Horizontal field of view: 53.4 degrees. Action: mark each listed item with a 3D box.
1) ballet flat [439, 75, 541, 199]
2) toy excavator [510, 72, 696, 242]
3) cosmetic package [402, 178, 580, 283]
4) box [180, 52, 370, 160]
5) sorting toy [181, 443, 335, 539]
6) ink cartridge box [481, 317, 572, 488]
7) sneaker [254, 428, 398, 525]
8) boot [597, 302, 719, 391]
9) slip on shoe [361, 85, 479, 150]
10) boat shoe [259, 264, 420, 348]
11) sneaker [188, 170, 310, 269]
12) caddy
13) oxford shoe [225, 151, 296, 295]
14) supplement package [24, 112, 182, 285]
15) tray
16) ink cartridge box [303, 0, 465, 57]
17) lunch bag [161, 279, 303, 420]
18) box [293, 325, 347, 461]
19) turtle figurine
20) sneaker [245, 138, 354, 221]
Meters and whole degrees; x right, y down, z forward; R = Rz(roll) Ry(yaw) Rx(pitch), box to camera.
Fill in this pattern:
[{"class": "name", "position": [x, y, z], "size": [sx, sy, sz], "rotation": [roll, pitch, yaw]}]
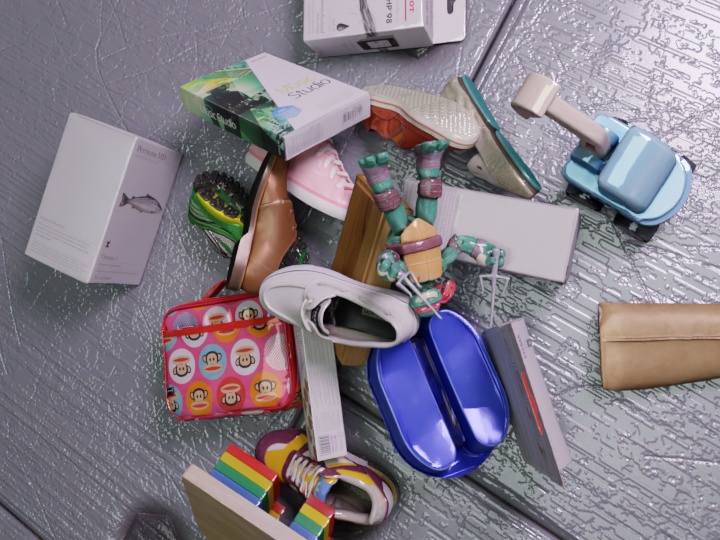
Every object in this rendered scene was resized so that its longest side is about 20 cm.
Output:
[{"class": "ballet flat", "position": [0.145, -0.145, 0.843], "size": [0.062, 0.067, 0.202], "rotation": [-39, 53, 23]}, {"class": "toy excavator", "position": [0.256, -0.126, 0.747], "size": [0.193, 0.200, 0.101], "rotation": [35, 97, 16]}, {"class": "cosmetic package", "position": [0.149, -0.046, 0.826], "size": [0.197, 0.107, 0.092], "rotation": [10, 94, 17]}, {"class": "box", "position": [-0.106, -0.208, 0.879], "size": [0.199, 0.144, 0.037], "rotation": [28, 137, 34]}, {"class": "sorting toy", "position": [-0.105, 0.308, 0.860], "size": [0.198, 0.200, 0.070], "rotation": [27, 55, 15]}, {"class": "ink cartridge box", "position": [0.185, 0.131, 0.756], "size": [0.049, 0.200, 0.163], "rotation": [-17, 82, -2]}, {"class": "sneaker", "position": [-0.052, 0.252, 0.883], "size": [0.197, 0.090, 0.076], "rotation": [15, 92, 18]}, {"class": "boot", "position": [0.360, 0.042, 0.776], "size": [0.197, 0.066, 0.179], "rotation": [-3, 86, 19]}, {"class": "slip on shoe", "position": [0.067, -0.173, 0.849], "size": [0.199, 0.073, 0.062], "rotation": [33, 131, 47]}, {"class": "boat shoe", "position": [-0.034, 0.046, 0.788], "size": [0.197, 0.066, 0.073], "rotation": [16, 110, 21]}, {"class": "sneaker", "position": [-0.147, -0.041, 0.949], "size": [0.200, 0.078, 0.085], "rotation": [43, 136, 8]}, {"class": "caddy", "position": [0.089, 0.142, 0.840], "size": [0.139, 0.105, 0.203], "rotation": [-21, 79, -8]}, {"class": "oxford shoe", "position": [-0.106, -0.068, 0.872], "size": [0.070, 0.071, 0.203], "rotation": [15, 88, -15]}, {"class": "supplement package", "position": [-0.350, -0.094, 0.984], "size": [0.116, 0.117, 0.203], "rotation": [21, 94, 18]}, {"class": "tray", "position": [0.000, 0.000, 0.846], "size": [0.099, 0.036, 0.203], "rotation": [52, 131, 53]}, {"class": "ink cartridge box", "position": [0.030, -0.345, 0.900], "size": [0.196, 0.067, 0.118], "rotation": [-1, 86, 18]}, {"class": "lunch bag", "position": [-0.162, 0.100, 0.935], "size": [0.197, 0.082, 0.179], "rotation": [-10, 80, 20]}, {"class": "box", "position": [-0.051, 0.124, 0.864], "size": [0.041, 0.039, 0.204], "rotation": [-7, 86, -21]}, {"class": "turtle figurine", "position": [0.063, -0.025, 0.732], "size": [0.100, 0.148, 0.203], "rotation": [-5, 101, 56]}, {"class": "sneaker", "position": [-0.052, -0.141, 0.911], "size": [0.199, 0.075, 0.106], "rotation": [33, 102, 21]}]
